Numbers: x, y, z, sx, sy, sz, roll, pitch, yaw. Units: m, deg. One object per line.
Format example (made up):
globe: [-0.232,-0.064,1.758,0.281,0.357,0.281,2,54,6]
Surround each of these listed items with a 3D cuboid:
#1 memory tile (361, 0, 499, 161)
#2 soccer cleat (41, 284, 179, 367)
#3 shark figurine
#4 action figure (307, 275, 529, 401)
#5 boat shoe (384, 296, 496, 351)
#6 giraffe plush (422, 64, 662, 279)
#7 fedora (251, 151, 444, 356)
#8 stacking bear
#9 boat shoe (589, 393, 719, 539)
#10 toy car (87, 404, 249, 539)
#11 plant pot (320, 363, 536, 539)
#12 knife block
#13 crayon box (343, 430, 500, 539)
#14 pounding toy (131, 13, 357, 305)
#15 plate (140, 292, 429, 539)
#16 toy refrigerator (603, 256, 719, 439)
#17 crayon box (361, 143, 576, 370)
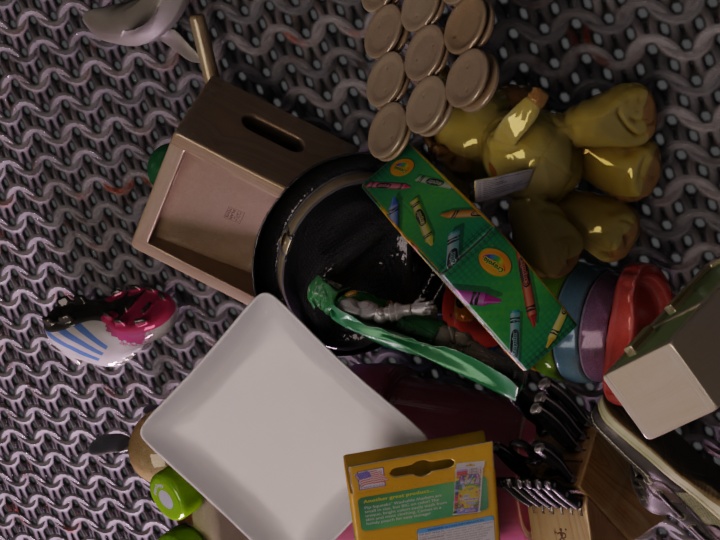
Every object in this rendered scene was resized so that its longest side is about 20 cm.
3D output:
memory tile: [0.056,-0.198,1.460,0.017,0.200,0.153,19,146,-34]
soccer cleat: [-0.260,0.066,1.927,0.200,0.070,0.086,-3,131,40]
shark figurine: [-0.198,-0.261,1.657,0.128,0.089,0.215,41,135,7]
action figure: [0.047,0.050,1.482,0.200,0.118,0.055,20,89,8]
boat shoe: [0.037,0.031,1.678,0.200,0.084,0.069,10,116,13]
giraffe plush: [0.129,-0.098,1.472,0.162,0.200,0.173,35,115,50]
fedora: [0.000,0.000,1.561,0.200,0.092,0.201,-4,115,-8]
stacking bear: [0.163,0.041,1.549,0.200,0.114,0.122,10,93,31]
boat shoe: [0.269,0.185,1.548,0.201,0.072,0.066,36,116,-20]
toy car: [-0.196,0.209,1.903,0.200,0.164,0.158,24,129,36]
plant pot: [0.076,0.187,1.666,0.179,0.200,0.200,-1,117,20]
knife block: [0.195,0.165,1.572,0.064,0.200,0.176,-1,101,38]
crayon box: [0.056,0.213,1.537,0.126,0.052,0.200,-9,130,-3]
pounding toy: [-0.119,-0.100,1.674,0.200,0.142,0.184,27,132,-1]
plate: [-0.068,0.144,1.573,0.200,0.032,0.200,42,115,0]
toy refrigerator: [0.278,0.046,1.406,0.076,0.200,0.070,-33,95,45]
crayon box: [0.084,-0.014,1.419,0.119,0.058,0.200,48,-178,-29]
